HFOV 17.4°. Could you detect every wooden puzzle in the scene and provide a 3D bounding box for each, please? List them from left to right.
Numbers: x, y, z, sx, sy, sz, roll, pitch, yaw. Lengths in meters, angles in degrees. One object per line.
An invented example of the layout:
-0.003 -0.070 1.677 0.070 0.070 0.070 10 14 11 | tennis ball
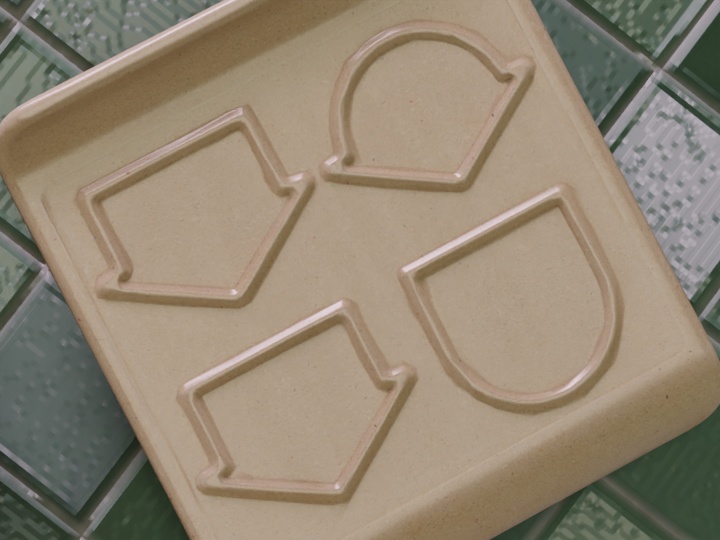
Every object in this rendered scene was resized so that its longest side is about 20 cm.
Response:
0.000 0.000 0.793 0.185 0.046 0.201 -28 94 -6 | wooden puzzle
